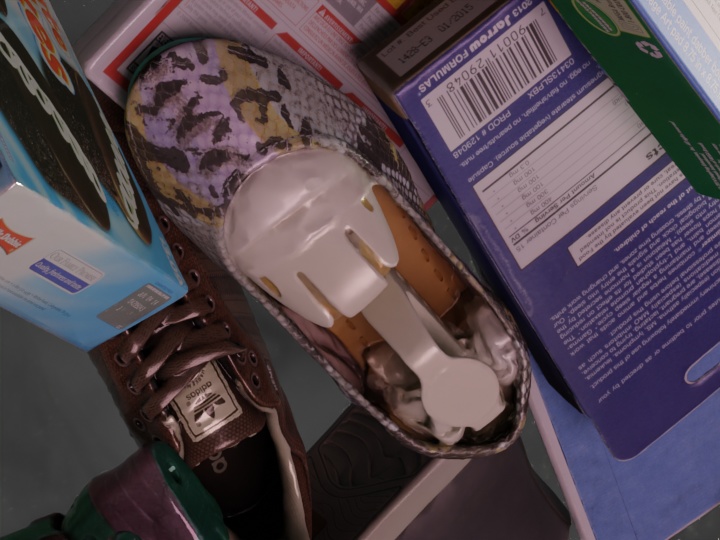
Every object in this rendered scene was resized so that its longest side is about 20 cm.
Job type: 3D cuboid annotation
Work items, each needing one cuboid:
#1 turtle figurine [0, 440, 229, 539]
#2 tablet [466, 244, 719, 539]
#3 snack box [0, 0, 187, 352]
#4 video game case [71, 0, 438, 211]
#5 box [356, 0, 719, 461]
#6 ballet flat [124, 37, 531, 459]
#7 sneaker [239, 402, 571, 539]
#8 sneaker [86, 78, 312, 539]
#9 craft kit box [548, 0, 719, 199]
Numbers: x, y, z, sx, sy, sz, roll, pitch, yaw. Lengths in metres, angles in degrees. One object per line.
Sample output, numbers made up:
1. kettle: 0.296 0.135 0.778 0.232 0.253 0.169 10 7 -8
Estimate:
1. turtle figurine: -0.139 0.133 0.790 0.199 0.150 0.101 -30 124 18
2. tablet: 0.114 0.013 0.912 0.130 0.014 0.201 -32 128 -12
3. snack box: -0.117 -0.082 0.634 0.037 0.201 0.116 -30 161 8
4. video game case: 0.021 -0.100 0.798 0.200 0.017 0.143 -45 131 6
5. box: 0.091 -0.034 0.843 0.121 0.032 0.200 -39 129 -7
6. ballet flat: 0.000 0.000 0.798 0.072 0.072 0.200 -44 131 0
7. sneaker: -0.006 0.132 0.917 0.200 0.075 0.106 -41 129 -4
8. sneaker: -0.058 0.021 0.823 0.070 0.076 0.201 -33 128 -9
9. craft kit box: 0.122 -0.151 0.754 0.198 0.048 0.200 -59 138 -13
